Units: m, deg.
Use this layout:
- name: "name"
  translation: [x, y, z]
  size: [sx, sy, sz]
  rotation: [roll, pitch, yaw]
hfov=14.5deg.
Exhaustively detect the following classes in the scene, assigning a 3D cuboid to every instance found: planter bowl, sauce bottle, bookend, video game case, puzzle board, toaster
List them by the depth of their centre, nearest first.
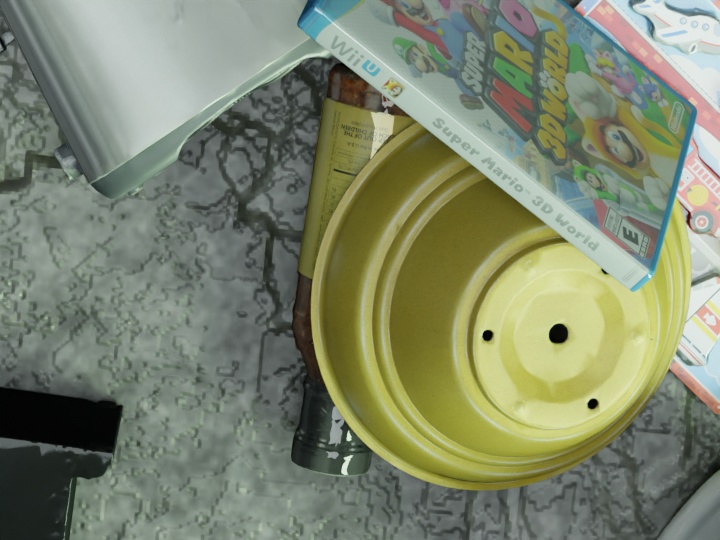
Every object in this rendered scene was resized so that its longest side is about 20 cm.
- name: "video game case"
  translation: [0.069, -0.094, 1.325]
  size: [0.200, 0.143, 0.018]
  rotation: [37, 128, -12]
- name: "toaster"
  translation: [-0.080, -0.134, 1.349]
  size: [0.199, 0.114, 0.130]
  rotation: [-34, 97, -1]
- name: "planter bowl"
  translation: [0.082, 0.021, 1.353]
  size: [0.199, 0.083, 0.202]
  rotation: [-4, 104, -16]
- name: "sauce bottle"
  translation: [0.000, 0.000, 1.402]
  size: [0.065, 0.066, 0.202]
  rotation: [9, 103, -2]
- name: "bookend"
  translation: [-0.230, 0.158, 1.412]
  size: [0.198, 0.092, 0.200]
  rotation: [7, 102, -3]
- name: "puzzle board"
  translation: [0.163, -0.046, 1.417]
  size: [0.200, 0.017, 0.151]
  rotation: [43, 97, -7]

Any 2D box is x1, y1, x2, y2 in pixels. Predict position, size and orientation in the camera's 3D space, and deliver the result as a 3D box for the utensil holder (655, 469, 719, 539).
- name: "utensil holder"
  translation: [0.232, 0.214, 1.393]
  size: [0.199, 0.170, 0.171]
  rotation: [32, 98, -9]
